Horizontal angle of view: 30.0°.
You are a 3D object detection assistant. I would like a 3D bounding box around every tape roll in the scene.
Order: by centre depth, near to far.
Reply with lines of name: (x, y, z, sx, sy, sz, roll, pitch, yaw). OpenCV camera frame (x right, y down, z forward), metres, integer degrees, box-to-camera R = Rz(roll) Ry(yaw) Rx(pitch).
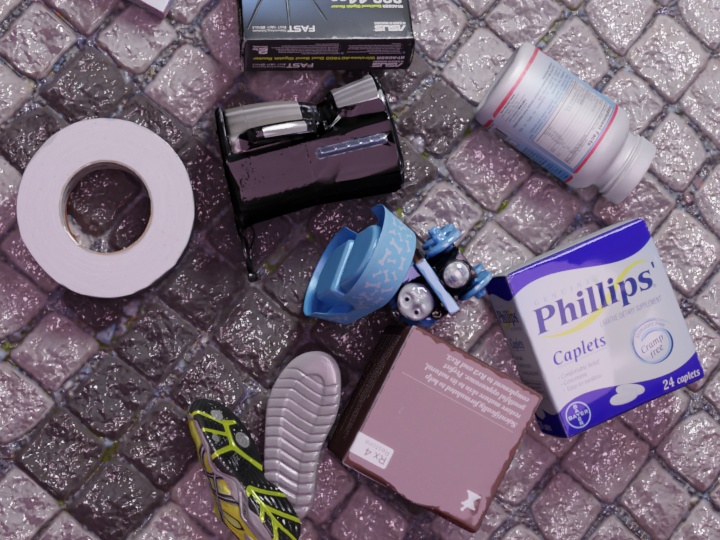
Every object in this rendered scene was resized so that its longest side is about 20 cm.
tape roll: (-0.287, -0.069, 1.526, 0.198, 0.066, 0.203, 0, 87, -6)

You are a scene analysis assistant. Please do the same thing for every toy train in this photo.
toy train: (0.081, 0.012, 1.503, 0.114, 0.200, 0.087, -38, 94, 4)

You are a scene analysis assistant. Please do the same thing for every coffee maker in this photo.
coffee maker: (-0.054, -0.112, 1.537, 0.198, 0.135, 0.194, -12, 112, -6)

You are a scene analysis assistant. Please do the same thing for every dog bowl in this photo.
dog bowl: (0.000, 0.000, 1.495, 0.049, 0.200, 0.112, 26, 67, -15)

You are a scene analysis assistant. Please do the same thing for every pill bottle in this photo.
pill bottle: (0.241, -0.167, 1.571, 0.199, 0.109, 0.109, 34, 84, -5)

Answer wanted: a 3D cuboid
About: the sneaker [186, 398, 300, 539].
sneaker: (-0.149, 0.240, 1.524, 0.076, 0.075, 0.201, -39, 73, 32)

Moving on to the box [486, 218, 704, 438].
box: (0.270, 0.066, 1.566, 0.182, 0.105, 0.202, -22, 90, -8)

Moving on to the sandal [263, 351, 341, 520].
sandal: (-0.072, 0.188, 1.552, 0.082, 0.050, 0.205, 16, 99, 9)

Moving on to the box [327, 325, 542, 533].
box: (0.076, 0.169, 1.491, 0.165, 0.200, 0.165, 29, 84, -5)

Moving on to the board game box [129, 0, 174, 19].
board game box: (-0.269, -0.427, 1.554, 0.198, 0.043, 0.201, 28, 85, -3)

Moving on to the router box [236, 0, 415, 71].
router box: (-0.044, -0.306, 1.537, 0.198, 0.062, 0.151, -3, 63, -8)
